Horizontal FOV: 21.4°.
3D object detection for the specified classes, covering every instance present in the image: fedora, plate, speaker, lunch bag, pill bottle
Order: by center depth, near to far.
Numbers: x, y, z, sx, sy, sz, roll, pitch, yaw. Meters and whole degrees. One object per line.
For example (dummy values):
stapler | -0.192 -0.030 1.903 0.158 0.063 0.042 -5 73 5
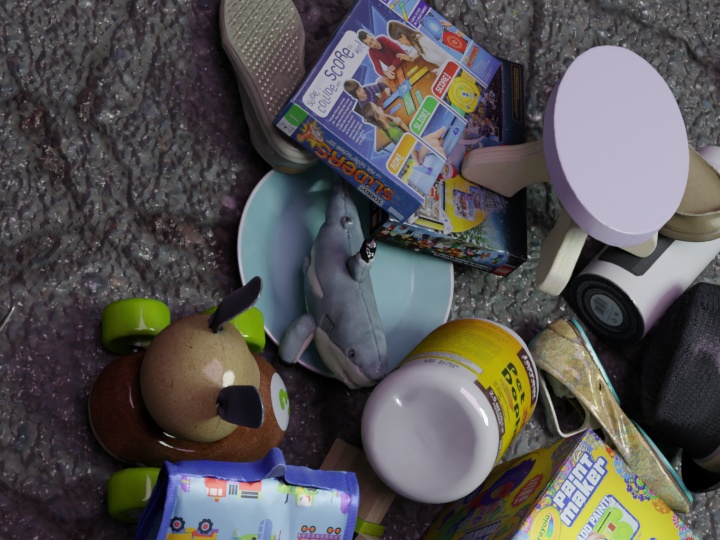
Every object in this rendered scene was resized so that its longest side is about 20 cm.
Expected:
lunch bag | -0.091 0.217 1.377 0.149 0.201 0.094 9 28 -24
pill bottle | 0.078 0.103 1.512 0.110 0.109 0.200 55 23 -1
plate | -0.015 -0.003 1.590 0.198 0.026 0.202 9 69 -24
fedora | 0.295 0.084 1.630 0.091 0.201 0.202 25 64 -9
speaker | 0.276 -0.024 1.709 0.081 0.081 0.200 49 60 -4

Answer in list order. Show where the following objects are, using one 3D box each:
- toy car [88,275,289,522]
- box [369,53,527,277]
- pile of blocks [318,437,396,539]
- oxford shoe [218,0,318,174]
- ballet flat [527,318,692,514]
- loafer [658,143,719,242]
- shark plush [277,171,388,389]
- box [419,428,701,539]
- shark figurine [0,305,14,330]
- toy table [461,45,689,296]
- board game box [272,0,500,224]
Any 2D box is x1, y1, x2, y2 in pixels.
toy car | -0.104 0.083 1.411 0.156 0.200 0.166 4 68 -24
box | 0.076 -0.105 1.640 0.135 0.038 0.202 16 58 -24
pile of blocks | -0.008 0.237 1.506 0.062 0.081 0.202 30 64 -64
oxford shoe | -0.076 -0.163 1.593 0.074 0.058 0.201 -9 61 -19
ballet flat | 0.206 0.137 1.638 0.070 0.071 0.201 -34 91 -30
loafer | 0.255 -0.098 1.677 0.076 0.068 0.200 -32 53 -23
shark plush | 0.000 0.000 1.533 0.090 0.083 0.202 17 67 -20
box | 0.163 0.251 1.495 0.193 0.200 0.122 45 60 -8
shark figurine | -0.361 0.067 1.363 0.212 0.089 0.129 9 71 -22
toy table | 0.188 -0.079 1.586 0.183 0.117 0.201 31 49 -6
board game box | 0.026 -0.148 1.574 0.135 0.034 0.201 38 47 -7
